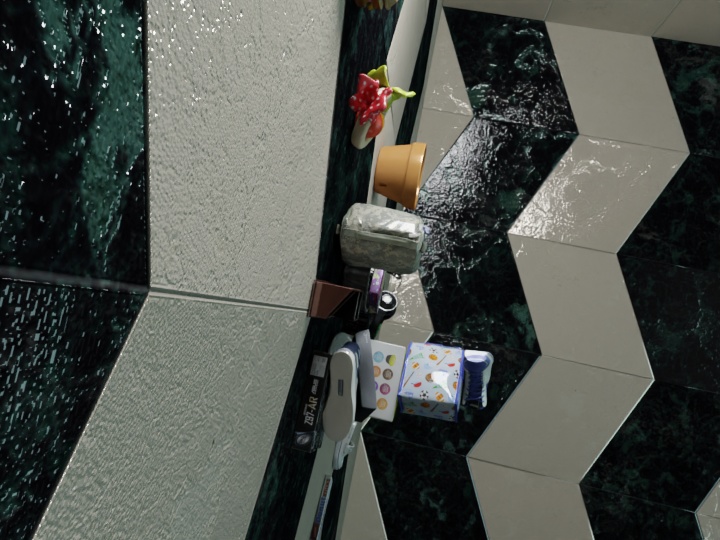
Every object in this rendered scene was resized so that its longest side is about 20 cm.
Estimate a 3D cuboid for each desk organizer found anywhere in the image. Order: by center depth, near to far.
[{"bbox_3d":[-0.046,0.064,1.118,0.200,0.075,0.074,26,75,-83],"label":"desk organizer"}]

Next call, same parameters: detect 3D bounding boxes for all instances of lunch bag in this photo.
[{"bbox_3d":[0.051,-0.068,1.220,0.168,0.195,0.143,-20,121,-83],"label":"lunch bag"},{"bbox_3d":[0.199,0.294,1.501,0.125,0.166,0.203,82,18,-48],"label":"lunch bag"}]

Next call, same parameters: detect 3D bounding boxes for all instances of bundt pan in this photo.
[{"bbox_3d":[0.000,0.000,1.413,0.202,0.074,0.207,12,90,-84],"label":"bundt pan"}]

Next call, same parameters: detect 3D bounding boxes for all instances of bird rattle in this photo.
[{"bbox_3d":[0.032,-0.320,1.118,0.202,0.111,0.165,-66,-178,-51],"label":"bird rattle"}]

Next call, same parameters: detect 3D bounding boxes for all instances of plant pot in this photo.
[{"bbox_3d":[0.120,-0.300,1.696,0.200,0.136,0.205,11,90,-83],"label":"plant pot"}]

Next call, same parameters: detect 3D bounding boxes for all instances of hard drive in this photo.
[{"bbox_3d":[-0.003,0.267,1.387,0.135,0.041,0.204,123,-33,-55],"label":"hard drive"}]

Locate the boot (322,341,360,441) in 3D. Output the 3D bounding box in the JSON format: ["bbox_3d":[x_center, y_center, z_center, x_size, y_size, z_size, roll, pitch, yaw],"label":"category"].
[{"bbox_3d":[-0.032,0.260,1.188,0.090,0.071,0.205,-28,127,-73],"label":"boot"}]

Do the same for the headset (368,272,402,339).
[{"bbox_3d":[0.058,0.091,1.544,0.203,0.092,0.124,-62,173,-12],"label":"headset"}]

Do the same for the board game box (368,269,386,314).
[{"bbox_3d":[0.055,-0.001,1.456,0.121,0.031,0.204,80,21,-60],"label":"board game box"}]

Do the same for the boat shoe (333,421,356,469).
[{"bbox_3d":[-0.056,0.637,1.993,0.074,0.065,0.205,-56,156,-73],"label":"boat shoe"}]

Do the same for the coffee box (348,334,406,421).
[{"bbox_3d":[0.022,0.303,1.569,0.200,0.193,0.205,65,37,-78],"label":"coffee box"}]

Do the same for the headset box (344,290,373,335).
[{"bbox_3d":[0.005,0.090,1.597,0.202,0.075,0.151,93,11,-54],"label":"headset box"}]

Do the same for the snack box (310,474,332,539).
[{"bbox_3d":[-0.127,0.785,1.801,0.073,0.024,0.203,92,10,-56],"label":"snack box"}]

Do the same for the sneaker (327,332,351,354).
[{"bbox_3d":[-0.064,0.255,1.394,0.082,0.072,0.206,-169,-96,-67],"label":"sneaker"}]

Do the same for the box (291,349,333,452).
[{"bbox_3d":[-0.094,0.286,1.203,0.160,0.042,0.205,73,28,-76],"label":"box"}]

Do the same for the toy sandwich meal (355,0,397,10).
[{"bbox_3d":[0.033,-0.534,0.915,0.205,0.068,0.211,6,90,-84],"label":"toy sandwich meal"}]

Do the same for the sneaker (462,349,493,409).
[{"bbox_3d":[0.313,0.303,1.466,0.201,0.078,0.117,74,23,-53],"label":"sneaker"}]
